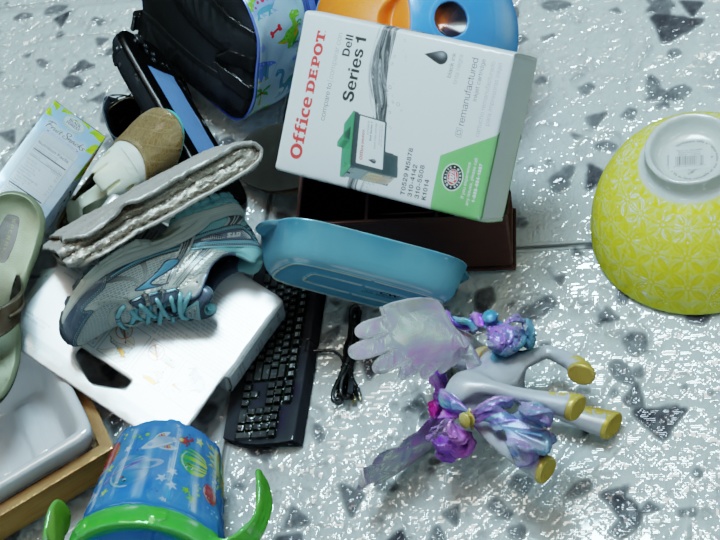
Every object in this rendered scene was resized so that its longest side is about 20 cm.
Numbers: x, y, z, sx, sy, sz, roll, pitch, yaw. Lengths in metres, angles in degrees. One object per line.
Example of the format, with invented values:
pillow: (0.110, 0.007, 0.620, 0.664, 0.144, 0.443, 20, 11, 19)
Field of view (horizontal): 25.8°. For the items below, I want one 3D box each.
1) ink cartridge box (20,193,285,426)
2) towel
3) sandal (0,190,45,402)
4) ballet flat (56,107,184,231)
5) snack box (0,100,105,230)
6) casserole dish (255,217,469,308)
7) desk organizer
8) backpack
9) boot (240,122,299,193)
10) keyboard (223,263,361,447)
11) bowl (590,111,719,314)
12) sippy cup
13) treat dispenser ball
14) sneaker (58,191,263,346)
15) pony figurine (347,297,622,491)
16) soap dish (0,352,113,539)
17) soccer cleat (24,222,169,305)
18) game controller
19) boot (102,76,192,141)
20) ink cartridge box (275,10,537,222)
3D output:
ink cartridge box: (-0.196, 0.050, 1.435, 0.199, 0.044, 0.174, 31, 71, 14)
towel: (-0.186, -0.062, 1.396, 0.199, 0.035, 0.132, -31, 11, -14)
sandal: (-0.327, 0.020, 1.381, 0.079, 0.057, 0.203, 12, 72, -12)
ballet flat: (-0.239, -0.083, 1.517, 0.072, 0.200, 0.068, -29, 83, -45)
snack box: (-0.339, -0.046, 1.523, 0.067, 0.169, 0.201, 34, 66, -9)
casserole dish: (0.000, 0.000, 1.390, 0.198, 0.121, 0.039, 14, 76, -17)
desk organizer: (0.042, -0.048, 1.450, 0.197, 0.077, 0.072, -2, 53, 9)
backpack: (-0.125, -0.271, 1.619, 0.146, 0.184, 0.200, -26, 57, -30)
boot: (-0.039, -0.099, 1.542, 0.198, 0.075, 0.074, 5, 75, 38)
keyboard: (-0.055, 0.071, 1.441, 0.126, 0.021, 0.202, -4, 54, 15)
bowl: (0.294, -0.074, 1.384, 0.198, 0.108, 0.202, -9, 52, 12)
sippy cup: (-0.169, 0.202, 1.317, 0.176, 0.140, 0.131, 16, 43, -9)
treat dispenser ball: (0.053, -0.224, 1.512, 0.198, 0.202, 0.203, -9, 52, 11)
sneaker: (-0.173, 0.012, 1.388, 0.199, 0.078, 0.087, -35, 73, -14)
pony figurine: (0.092, 0.101, 1.308, 0.199, 0.168, 0.192, 24, 32, 34)
soap dish: (-0.328, 0.163, 1.419, 0.199, 0.082, 0.158, -30, 51, -7)
soccer cleat: (-0.266, 0.011, 1.518, 0.200, 0.069, 0.078, -42, 71, -11)
game controller: (-0.178, -0.149, 1.559, 0.042, 0.104, 0.201, -36, 75, 21)
boot: (-0.218, -0.168, 1.622, 0.074, 0.097, 0.202, -12, 52, 8)
ink cartridge box: (0.038, -0.135, 1.372, 0.198, 0.084, 0.148, 14, 98, 20)
